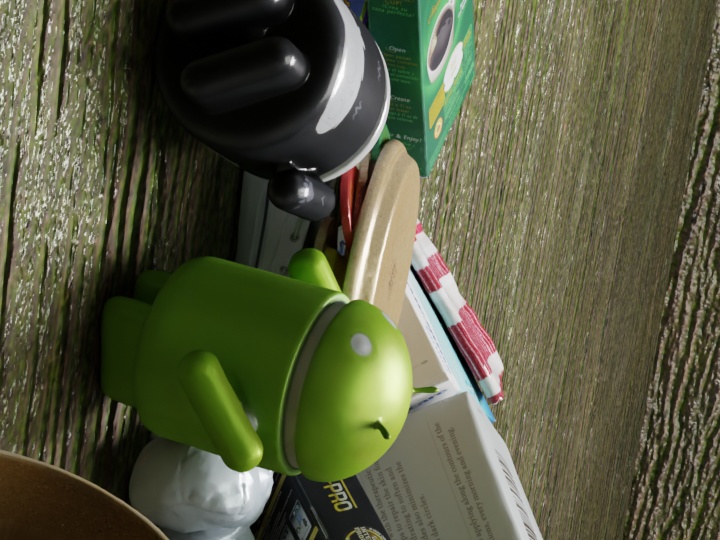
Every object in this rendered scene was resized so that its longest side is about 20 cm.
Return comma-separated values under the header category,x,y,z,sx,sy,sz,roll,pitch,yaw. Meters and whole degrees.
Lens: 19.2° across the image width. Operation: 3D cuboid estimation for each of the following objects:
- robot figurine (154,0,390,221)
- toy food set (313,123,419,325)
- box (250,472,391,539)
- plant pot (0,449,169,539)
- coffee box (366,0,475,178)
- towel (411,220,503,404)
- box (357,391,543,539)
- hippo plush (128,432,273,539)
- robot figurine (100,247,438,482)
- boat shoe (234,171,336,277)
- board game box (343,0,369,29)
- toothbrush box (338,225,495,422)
category,x,y,z,sx,sy,sz,roll,pitch,yaw
robot figurine,-0.055,-0.121,1.316,0.150,0.125,0.200,-66,163,-2
toy food set,0.000,0.000,1.458,0.198,0.049,0.200,57,46,-79
box,-0.046,0.206,1.476,0.049,0.161,0.200,-11,141,-29
plant pot,-0.198,0.216,1.037,0.200,0.186,0.186,-68,167,19
coffee box,0.046,-0.181,1.579,0.200,0.044,0.123,84,25,-49
towel,0.065,0.009,1.726,0.200,0.023,0.144,61,6,-3
box,0.053,0.230,1.603,0.200,0.171,0.199,56,12,-68
hippo plush,-0.085,0.181,1.382,0.200,0.159,0.161,12,92,-73
robot figurine,-0.058,0.061,1.298,0.175,0.200,0.116,-42,143,-58
boat shoe,-0.053,0.007,1.515,0.074,0.067,0.200,-52,151,-54
board game box,0.012,-0.193,1.617,0.200,0.045,0.135,52,53,-69
toothbrush box,0.022,0.057,1.649,0.147,0.085,0.200,64,5,17
